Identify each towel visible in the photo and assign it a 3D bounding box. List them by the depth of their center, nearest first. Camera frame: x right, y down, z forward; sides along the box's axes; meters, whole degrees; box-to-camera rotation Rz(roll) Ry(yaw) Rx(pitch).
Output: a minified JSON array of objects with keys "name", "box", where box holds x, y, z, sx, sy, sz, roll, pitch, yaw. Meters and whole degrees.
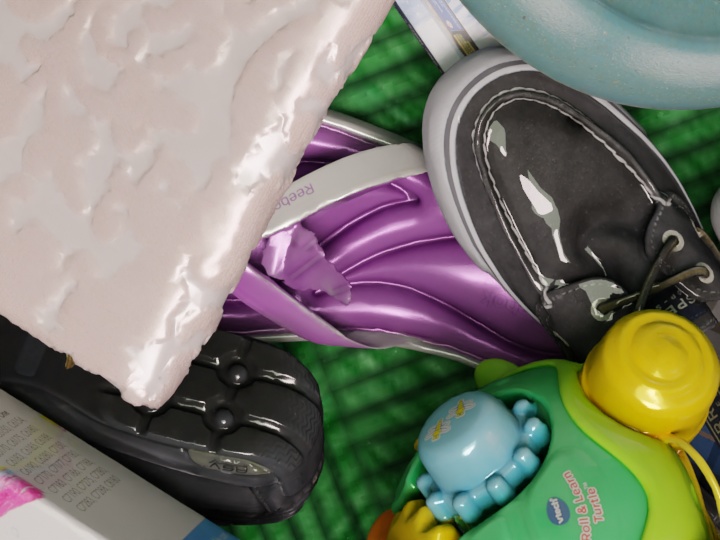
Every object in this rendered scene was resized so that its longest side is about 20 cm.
[{"name":"towel","box":[-0.088,-0.090,0.849,0.190,0.032,0.201,31,98,17]}]

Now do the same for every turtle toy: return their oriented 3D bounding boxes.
[{"name":"turtle toy","box":[0.059,0.114,0.807,0.100,0.146,0.201,-7,61,-18]}]

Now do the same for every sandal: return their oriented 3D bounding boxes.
[{"name":"sandal","box":[0.001,-0.007,0.888,0.201,0.050,0.083,9,100,-5]}]

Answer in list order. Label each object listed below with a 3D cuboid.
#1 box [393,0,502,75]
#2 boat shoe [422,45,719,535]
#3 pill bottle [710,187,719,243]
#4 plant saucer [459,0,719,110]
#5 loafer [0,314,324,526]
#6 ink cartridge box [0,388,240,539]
[{"name":"box","box":[0.083,-0.153,0.869,0.199,0.040,0.137,-34,101,5]},{"name":"boat shoe","box":[0.091,0.017,0.863,0.070,0.066,0.201,-35,112,-7]},{"name":"pill bottle","box":[0.217,-0.028,0.860,0.199,0.111,0.111,-32,100,5]},{"name":"plant saucer","box":[0.105,-0.145,0.811,0.199,0.027,0.202,-4,103,-18]},{"name":"loafer","box":[-0.108,0.037,0.886,0.199,0.071,0.068,17,57,8]},{"name":"ink cartridge box","box":[-0.131,0.094,0.821,0.199,0.068,0.116,32,103,4]}]
